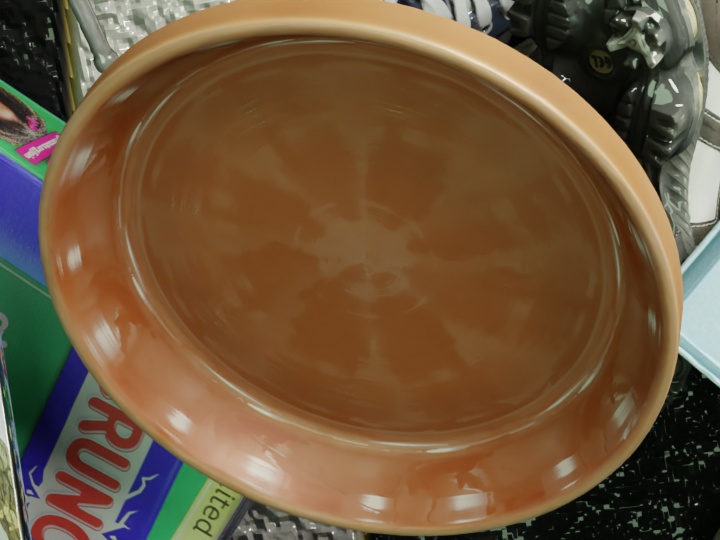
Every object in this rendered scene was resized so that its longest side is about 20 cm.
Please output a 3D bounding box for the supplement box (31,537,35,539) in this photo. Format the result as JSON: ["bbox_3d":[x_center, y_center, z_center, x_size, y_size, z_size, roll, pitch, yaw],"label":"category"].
[{"bbox_3d":[-0.144,0.204,0.794,0.109,0.110,0.200,38,122,-20],"label":"supplement box"}]

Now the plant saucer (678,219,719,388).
[{"bbox_3d":[0.176,-0.036,0.725,0.070,0.019,0.200,40,82,10],"label":"plant saucer"}]

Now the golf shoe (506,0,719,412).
[{"bbox_3d":[0.096,-0.036,0.765,0.077,0.095,0.201,22,137,20],"label":"golf shoe"}]

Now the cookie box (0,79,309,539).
[{"bbox_3d":[-0.128,0.037,0.836,0.199,0.075,0.172,32,110,2],"label":"cookie box"}]

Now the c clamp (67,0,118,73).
[{"bbox_3d":[-0.196,-0.110,0.742,0.199,0.027,0.172,-19,112,-6],"label":"c clamp"}]

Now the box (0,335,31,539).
[{"bbox_3d":[-0.178,0.039,0.720,0.136,0.038,0.201,-10,71,-6],"label":"box"}]

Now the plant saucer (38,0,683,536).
[{"bbox_3d":[0.000,0.000,0.710,0.199,0.032,0.201,9,131,10],"label":"plant saucer"}]

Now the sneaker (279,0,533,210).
[{"bbox_3d":[0.009,-0.082,0.751,0.199,0.109,0.070,-30,98,19],"label":"sneaker"}]

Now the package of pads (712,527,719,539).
[{"bbox_3d":[0.160,0.192,0.817,0.154,0.068,0.201,29,109,5],"label":"package of pads"}]
